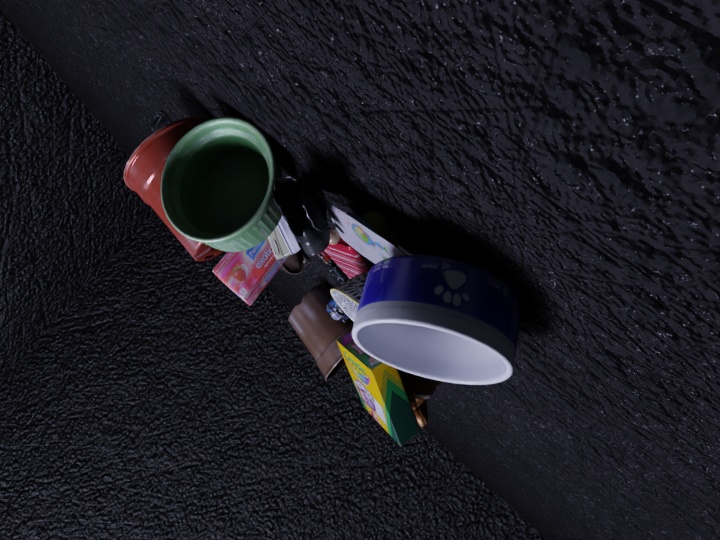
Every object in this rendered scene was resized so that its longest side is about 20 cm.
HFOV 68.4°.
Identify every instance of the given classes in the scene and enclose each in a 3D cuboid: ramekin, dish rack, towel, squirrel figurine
[{"bbox_3d":[-0.214,-0.131,0.862,0.198,0.202,0.098,37,175,18],"label":"ramekin"},{"bbox_3d":[-0.423,-0.294,1.305,0.197,0.055,0.154,31,165,36],"label":"dish rack"},{"bbox_3d":[0.000,0.000,1.023,0.143,0.023,0.201,23,158,53],"label":"towel"},{"bbox_3d":[0.089,0.193,1.134,0.197,0.142,0.189,28,156,39],"label":"squirrel figurine"}]

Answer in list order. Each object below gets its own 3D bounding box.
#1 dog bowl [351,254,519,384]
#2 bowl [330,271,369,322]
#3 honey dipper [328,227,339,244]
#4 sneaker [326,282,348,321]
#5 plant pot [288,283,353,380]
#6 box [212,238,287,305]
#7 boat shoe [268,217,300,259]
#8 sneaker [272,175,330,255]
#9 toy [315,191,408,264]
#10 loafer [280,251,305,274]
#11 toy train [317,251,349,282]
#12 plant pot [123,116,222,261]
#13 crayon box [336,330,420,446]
[{"bbox_3d":[0.090,0.065,0.636,0.192,0.081,0.202,14,156,6],"label":"dog bowl"},{"bbox_3d":[0.048,0.066,0.916,0.199,0.095,0.201,41,167,11],"label":"bowl"},{"bbox_3d":[-0.080,-0.091,0.846,0.038,0.038,0.200,50,176,-38],"label":"honey dipper"},{"bbox_3d":[-0.027,0.080,1.217,0.078,0.090,0.200,41,168,-8],"label":"sneaker"},{"bbox_3d":[-0.090,0.161,1.483,0.199,0.200,0.201,45,169,11],"label":"plant pot"},{"bbox_3d":[-0.224,-0.038,1.179,0.093,0.202,0.103,36,169,5],"label":"box"},{"bbox_3d":[-0.185,-0.108,1.067,0.204,0.061,0.072,64,173,-30],"label":"boat shoe"},{"bbox_3d":[-0.086,-0.101,0.753,0.203,0.058,0.106,-108,-8,-47],"label":"sneaker"},{"bbox_3d":[0.029,-0.042,0.724,0.199,0.047,0.116,42,168,36],"label":"toy"},{"bbox_3d":[-0.190,-0.050,1.329,0.070,0.073,0.202,32,164,39],"label":"loafer"},{"bbox_3d":[-0.080,-0.045,1.093,0.201,0.034,0.045,50,163,-31],"label":"toy train"},{"bbox_3d":[-0.309,-0.142,1.010,0.198,0.198,0.201,52,169,5],"label":"plant pot"},{"bbox_3d":[0.032,0.235,1.097,0.199,0.057,0.178,22,137,66],"label":"crayon box"}]
